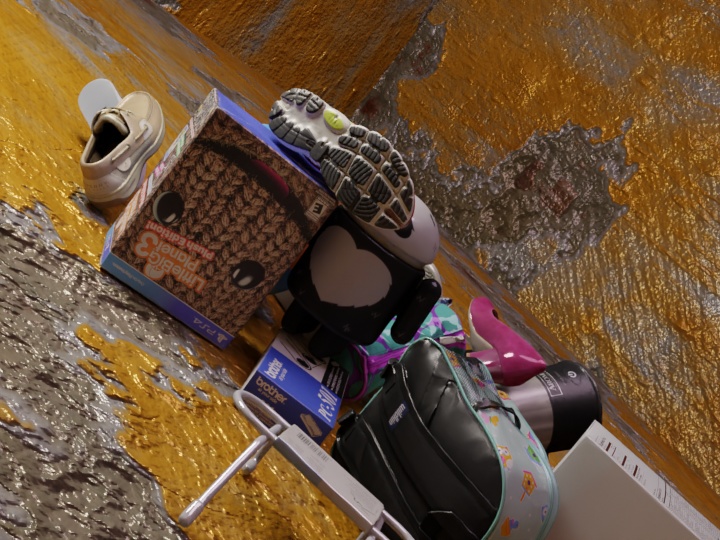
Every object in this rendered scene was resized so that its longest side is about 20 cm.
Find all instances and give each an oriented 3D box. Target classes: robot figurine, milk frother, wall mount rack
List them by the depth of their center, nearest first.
[{"bbox_3d":[-0.048,0.186,0.809,0.199,0.075,0.174,41,7,6],"label":"wall mount rack"},{"bbox_3d":[-0.001,-0.001,1.144,0.149,0.201,0.125,33,10,-24],"label":"robot figurine"},{"bbox_3d":[0.184,0.214,1.383,0.186,0.203,0.180,-5,20,-27],"label":"milk frother"}]

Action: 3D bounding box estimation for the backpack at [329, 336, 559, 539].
[{"bbox_3d":[0.084,0.191,0.958,0.152,0.176,0.201,29,21,-36],"label":"backpack"}]

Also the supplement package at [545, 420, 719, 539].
[{"bbox_3d":[0.244,0.292,1.048,0.200,0.192,0.147,42,10,14],"label":"supplement package"}]

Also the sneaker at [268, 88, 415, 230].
[{"bbox_3d":[-0.008,-0.114,1.083,0.200,0.077,0.085,46,8,24],"label":"sneaker"}]

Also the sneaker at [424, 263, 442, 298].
[{"bbox_3d":[0.078,0.074,1.416,0.074,0.203,0.085,8,19,13],"label":"sneaker"}]

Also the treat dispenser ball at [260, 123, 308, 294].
[{"bbox_3d":[-0.122,-0.072,1.264,0.200,0.202,0.201,38,10,-8],"label":"treat dispenser ball"}]

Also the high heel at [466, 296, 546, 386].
[{"bbox_3d":[0.184,0.083,1.335,0.200,0.094,0.068,-67,148,-69],"label":"high heel"}]

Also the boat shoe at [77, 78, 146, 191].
[{"bbox_3d":[-0.306,-0.157,1.341,0.200,0.073,0.068,56,-1,38],"label":"boat shoe"}]

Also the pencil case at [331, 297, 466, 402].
[{"bbox_3d":[0.042,0.095,1.277,0.092,0.087,0.198,-3,8,46],"label":"pencil case"}]

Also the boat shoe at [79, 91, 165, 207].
[{"bbox_3d":[-0.279,-0.158,1.231,0.202,0.071,0.066,-80,162,-48],"label":"boat shoe"}]

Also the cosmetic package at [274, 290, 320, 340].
[{"bbox_3d":[-0.057,0.031,1.422,0.105,0.071,0.200,29,15,-44],"label":"cosmetic package"}]

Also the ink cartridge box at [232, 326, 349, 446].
[{"bbox_3d":[-0.066,0.119,1.089,0.094,0.044,0.200,37,10,-3],"label":"ink cartridge box"}]

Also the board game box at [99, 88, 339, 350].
[{"bbox_3d":[-0.146,-0.053,1.093,0.159,0.201,0.097,35,11,-19],"label":"board game box"}]
